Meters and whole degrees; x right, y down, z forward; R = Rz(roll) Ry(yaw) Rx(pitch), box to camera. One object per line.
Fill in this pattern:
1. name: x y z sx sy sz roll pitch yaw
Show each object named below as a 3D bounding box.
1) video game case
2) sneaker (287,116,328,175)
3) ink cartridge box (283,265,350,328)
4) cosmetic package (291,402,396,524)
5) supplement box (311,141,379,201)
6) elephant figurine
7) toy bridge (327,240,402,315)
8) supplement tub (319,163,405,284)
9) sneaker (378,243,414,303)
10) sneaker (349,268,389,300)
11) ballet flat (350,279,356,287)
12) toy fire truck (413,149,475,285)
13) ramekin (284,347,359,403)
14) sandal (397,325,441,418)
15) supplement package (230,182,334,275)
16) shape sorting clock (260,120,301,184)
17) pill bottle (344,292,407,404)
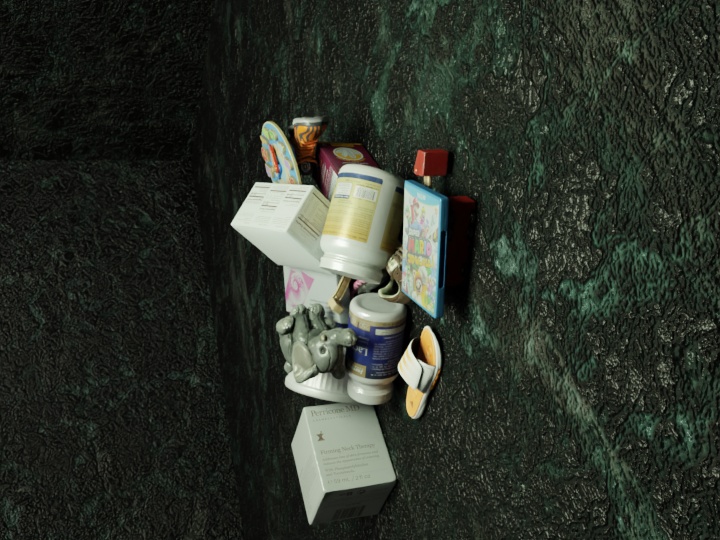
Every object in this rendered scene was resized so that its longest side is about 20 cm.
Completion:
1. video game case: 0.106 -0.039 1.306 0.143 0.018 0.202 -139 46 -63
2. sneaker: -0.107 -0.259 1.638 0.200 0.077 0.114 -176 82 -79
3. ink cartridge box: -0.096 0.054 1.685 0.195 0.043 0.203 7 104 50
4. cosmetic package: -0.042 0.417 1.697 0.167 0.165 0.201 109 150 -47
5. supplement box: -0.023 -0.194 1.654 0.200 0.109 0.086 -121 36 -51
6. elephant figurine: -0.082 0.162 1.532 0.200 0.141 0.156 44 164 50
7. toy bridge: 0.000 0.000 1.573 0.200 0.027 0.067 -48 34 9
8. supplement tub: 0.005 -0.086 1.477 0.144 0.143 0.202 4 77 69
9. sneaker: 0.089 -0.012 1.418 0.071 0.075 0.201 -114 30 -44
10. sneaker: 0.021 0.061 1.650 0.096 0.079 0.200 54 147 7
11. ballet flat: -0.011 -0.054 1.728 0.066 0.057 0.202 22 113 27
12. toy fire truck: 0.135 -0.091 1.309 0.141 0.048 0.202 -137 47 -56
13. ramekin: -0.062 0.221 1.704 0.202 0.200 0.095 -164 84 -69
14. sandal: 0.099 0.199 1.441 0.079 0.059 0.208 -119 33 -50
15. supplement package: -0.135 -0.087 1.583 0.199 0.156 0.112 11 65 48
16. shape sorting clock: -0.171 -0.220 1.667 0.200 0.039 0.202 161 90 -74
17. pill bottle: 0.028 0.157 1.553 0.116 0.114 0.202 -134 44 -60
